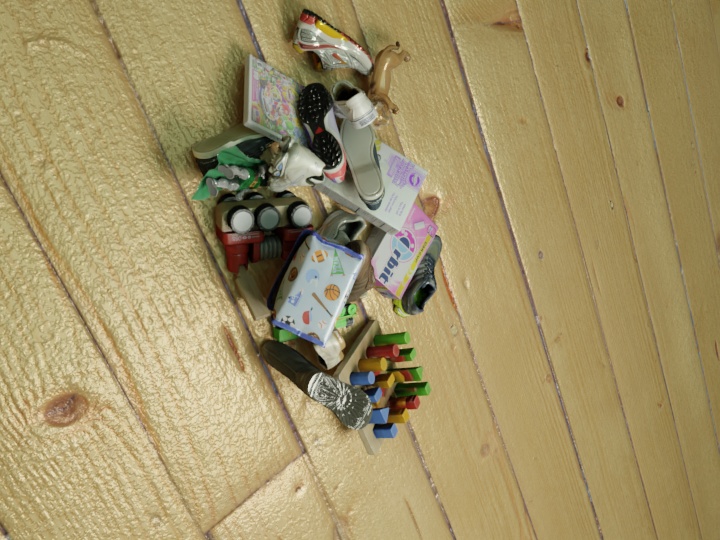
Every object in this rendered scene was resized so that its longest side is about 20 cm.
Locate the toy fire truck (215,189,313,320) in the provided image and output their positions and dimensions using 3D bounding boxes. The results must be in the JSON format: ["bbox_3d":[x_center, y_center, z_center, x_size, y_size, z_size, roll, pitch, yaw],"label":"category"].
[{"bbox_3d":[-0.175,-0.031,1.076,0.172,0.128,0.205,-8,117,-28],"label":"toy fire truck"}]

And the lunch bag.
[{"bbox_3d":[-0.085,0.023,1.020,0.122,0.200,0.173,27,91,-8],"label":"lunch bag"}]

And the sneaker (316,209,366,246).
[{"bbox_3d":[-0.068,-0.050,1.147,0.201,0.091,0.076,-49,116,-21],"label":"sneaker"}]

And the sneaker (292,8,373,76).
[{"bbox_3d":[-0.055,-0.437,1.152,0.197,0.078,0.083,17,117,-41],"label":"sneaker"}]

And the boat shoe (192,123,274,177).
[{"bbox_3d":[-0.215,-0.221,1.054,0.199,0.073,0.067,-39,138,-41],"label":"boat shoe"}]

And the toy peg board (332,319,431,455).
[{"bbox_3d":[0.058,0.236,1.198,0.200,0.096,0.203,-50,122,-52],"label":"toy peg board"}]

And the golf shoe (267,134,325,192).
[{"bbox_3d":[-0.114,-0.171,1.032,0.095,0.200,0.080,22,85,-9],"label":"golf shoe"}]

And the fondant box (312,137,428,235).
[{"bbox_3d":[0.021,-0.187,1.181,0.197,0.058,0.147,30,76,-11],"label":"fondant box"}]

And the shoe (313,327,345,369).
[{"bbox_3d":[-0.069,0.151,1.111,0.053,0.200,0.070,-38,79,-16],"label":"shoe"}]

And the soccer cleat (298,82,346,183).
[{"bbox_3d":[-0.070,-0.260,1.086,0.067,0.073,0.204,-18,68,3],"label":"soccer cleat"}]

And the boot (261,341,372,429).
[{"bbox_3d":[-0.086,0.212,1.088,0.182,0.198,0.073,45,70,-28],"label":"boot"}]

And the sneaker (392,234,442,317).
[{"bbox_3d":[0.147,0.014,1.302,0.073,0.080,0.204,27,78,-32],"label":"sneaker"}]

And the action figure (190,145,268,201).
[{"bbox_3d":[-0.206,-0.163,1.015,0.118,0.200,0.055,-40,88,17],"label":"action figure"}]

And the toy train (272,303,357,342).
[{"bbox_3d":[-0.090,0.104,1.176,0.196,0.041,0.058,-9,108,-33],"label":"toy train"}]

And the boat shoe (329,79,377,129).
[{"bbox_3d":[-0.026,-0.330,1.097,0.070,0.201,0.070,-32,122,3],"label":"boat shoe"}]

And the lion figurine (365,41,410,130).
[{"bbox_3d":[0.046,-0.387,1.183,0.122,0.071,0.206,2,94,-65],"label":"lion figurine"}]

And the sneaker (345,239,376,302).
[{"bbox_3d":[0.000,0.000,1.144,0.074,0.201,0.072,-2,64,-18],"label":"sneaker"}]

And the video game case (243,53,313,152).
[{"bbox_3d":[-0.133,-0.297,1.081,0.198,0.018,0.147,19,60,-44],"label":"video game case"}]

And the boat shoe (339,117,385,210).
[{"bbox_3d":[0.007,-0.211,1.113,0.073,0.062,0.204,-17,65,-3],"label":"boat shoe"}]

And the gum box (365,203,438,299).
[{"bbox_3d":[0.079,-0.055,1.261,0.113,0.066,0.203,39,72,-28],"label":"gum box"}]
